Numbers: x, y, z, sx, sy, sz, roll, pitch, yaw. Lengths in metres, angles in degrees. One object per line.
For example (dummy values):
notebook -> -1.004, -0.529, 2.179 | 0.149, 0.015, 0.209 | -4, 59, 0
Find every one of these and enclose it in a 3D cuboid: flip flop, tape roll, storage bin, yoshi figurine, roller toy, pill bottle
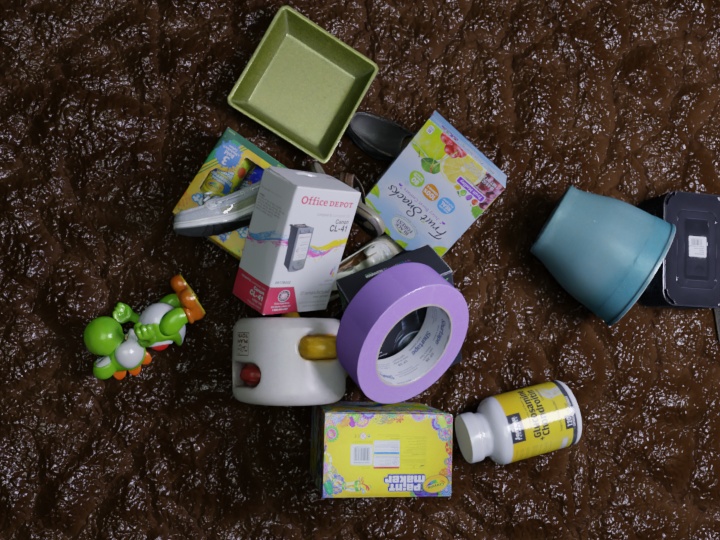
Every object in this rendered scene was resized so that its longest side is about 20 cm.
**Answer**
flip flop -> -0.015, -0.125, 1.162 | 0.058, 0.200, 0.081 | -45, 137, -5
tape roll -> 0.063, 0.093, 1.033 | 0.197, 0.066, 0.204 | -20, 129, -26
storage bin -> 0.592, -0.034, 1.299 | 0.132, 0.094, 0.205 | 4, 86, -10
yoshi figurine -> -0.353, 0.084, 1.117 | 0.199, 0.113, 0.113 | -38, 77, -8
roller toy -> -0.112, 0.133, 1.108 | 0.178, 0.200, 0.144 | 0, 86, 3
pill bottle -> 0.267, 0.264, 1.206 | 0.195, 0.112, 0.115 | -12, 88, -11

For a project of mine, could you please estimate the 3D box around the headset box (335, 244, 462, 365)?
headset box -> 0.065, 0.077, 1.145 | 0.171, 0.093, 0.203 | -19, 125, -12

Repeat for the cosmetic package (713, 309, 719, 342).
cosmetic package -> 0.719, 0.029, 1.313 | 0.085, 0.103, 0.205 | -8, 89, -12

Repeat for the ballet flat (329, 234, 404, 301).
ballet flat -> 0.000, 0.000, 1.203 | 0.198, 0.062, 0.068 | -32, 93, -11

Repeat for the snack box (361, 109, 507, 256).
snack box -> 0.119, -0.131, 1.181 | 0.168, 0.068, 0.201 | 39, 119, -4

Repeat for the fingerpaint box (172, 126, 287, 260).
fingerpaint box -> -0.183, -0.106, 1.172 | 0.198, 0.073, 0.169 | 34, 81, -6

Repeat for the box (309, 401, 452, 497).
box -> 0.026, 0.277, 1.121 | 0.195, 0.193, 0.125 | 3, 85, -9

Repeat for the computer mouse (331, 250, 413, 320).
computer mouse -> 0.018, 0.028, 1.189 | 0.199, 0.059, 0.034 | -38, 78, 1

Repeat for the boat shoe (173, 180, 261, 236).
boat shoe -> -0.197, -0.103, 1.098 | 0.198, 0.074, 0.066 | -18, 83, -16

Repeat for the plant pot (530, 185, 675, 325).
plant pot -> 0.404, -0.041, 1.225 | 0.186, 0.200, 0.202 | 32, 81, 9

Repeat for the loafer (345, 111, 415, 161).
loafer -> 0.067, -0.223, 1.227 | 0.197, 0.072, 0.074 | 24, 82, -7

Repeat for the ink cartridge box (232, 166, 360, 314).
ink cartridge box -> -0.097, -0.043, 1.081 | 0.146, 0.085, 0.204 | -2, 116, -49

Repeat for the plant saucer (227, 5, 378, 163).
plant saucer -> -0.099, -0.315, 1.217 | 0.197, 0.048, 0.203 | 30, 81, -7
